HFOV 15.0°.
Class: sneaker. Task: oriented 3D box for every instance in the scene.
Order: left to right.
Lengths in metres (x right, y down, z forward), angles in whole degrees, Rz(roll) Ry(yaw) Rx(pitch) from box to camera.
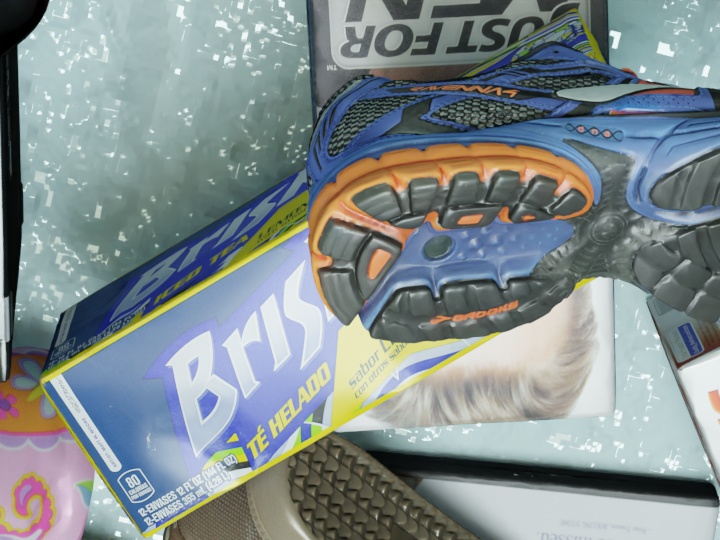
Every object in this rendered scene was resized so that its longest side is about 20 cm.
[{"bbox_3d":[0.016,0.129,0.960,0.075,0.071,0.200,-23,120,39],"label":"sneaker"},{"bbox_3d":[0.076,-0.033,0.777,0.199,0.079,0.076,0,130,-19],"label":"sneaker"}]

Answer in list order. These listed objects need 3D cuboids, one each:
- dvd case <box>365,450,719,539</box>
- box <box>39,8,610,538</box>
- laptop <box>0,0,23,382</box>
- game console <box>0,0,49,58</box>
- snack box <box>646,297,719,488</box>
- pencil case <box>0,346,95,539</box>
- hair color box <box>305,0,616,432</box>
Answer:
[{"bbox_3d":[0.048,0.166,1.008,0.142,0.018,0.201,6,109,-5],"label":"dvd case"},{"bbox_3d":[0.000,0.000,0.859,0.199,0.070,0.065,-31,105,9],"label":"box"},{"bbox_3d":[-0.163,-0.063,0.824,0.115,0.200,0.189,0,109,-5],"label":"laptop"},{"bbox_3d":[-0.156,-0.072,0.680,0.200,0.172,0.119,-42,101,-22],"label":"game console"},{"bbox_3d":[0.151,0.104,0.962,0.024,0.072,0.201,-23,108,4],"label":"snack box"},{"bbox_3d":[-0.183,0.055,0.883,0.199,0.087,0.088,10,112,-42],"label":"pencil case"},{"bbox_3d":[0.033,-0.051,0.912,0.099,0.061,0.201,-4,109,0],"label":"hair color box"}]
